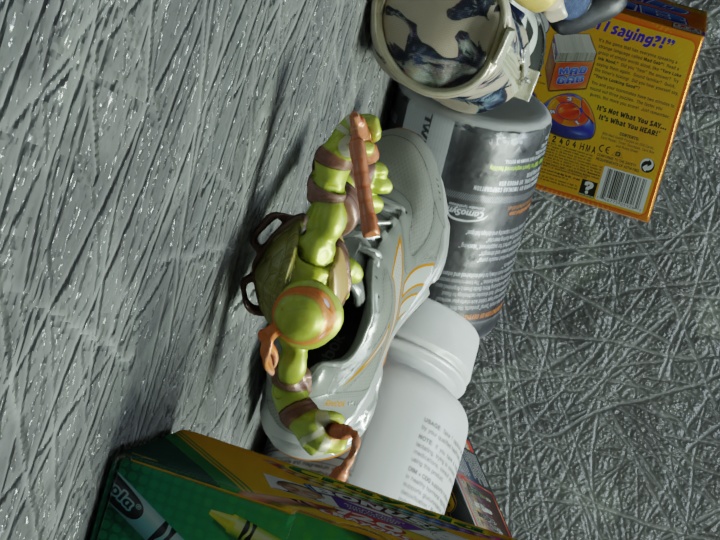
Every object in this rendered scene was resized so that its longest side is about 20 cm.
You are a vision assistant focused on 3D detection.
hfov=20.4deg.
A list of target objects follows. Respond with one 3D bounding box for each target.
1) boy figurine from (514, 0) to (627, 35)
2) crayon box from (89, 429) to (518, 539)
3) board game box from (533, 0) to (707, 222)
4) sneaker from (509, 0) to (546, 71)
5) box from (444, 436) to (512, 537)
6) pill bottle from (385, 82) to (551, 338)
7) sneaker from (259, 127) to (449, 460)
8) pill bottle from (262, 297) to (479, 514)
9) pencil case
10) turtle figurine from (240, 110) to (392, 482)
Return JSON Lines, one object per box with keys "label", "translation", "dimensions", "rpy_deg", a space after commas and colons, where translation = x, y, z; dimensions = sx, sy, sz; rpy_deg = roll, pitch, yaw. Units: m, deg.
{"label": "boy figurine", "translation": [0.102, -0.220, 1.242], "dimensions": [0.200, 0.064, 0.125], "rpy_deg": [34, 42, -59]}
{"label": "crayon box", "translation": [-0.001, 0.125, 0.803], "dimensions": [0.119, 0.199, 0.059], "rpy_deg": [2, 106, -84]}
{"label": "board game box", "translation": [0.241, -0.192, 2.107], "dimensions": [0.200, 0.199, 0.201], "rpy_deg": [-53, 159, -72]}
{"label": "sneaker", "translation": [0.084, -0.175, 1.382], "dimensions": [0.201, 0.074, 0.089], "rpy_deg": [81, 26, -49]}
{"label": "box", "translation": [0.035, 0.198, 1.196], "dimensions": [0.137, 0.040, 0.200], "rpy_deg": [-50, -151, 16]}
{"label": "pill bottle", "translation": [0.053, -0.023, 1.323], "dimensions": [0.106, 0.105, 0.201], "rpy_deg": [-59, 164, -66]}
{"label": "sneaker", "translation": [0.000, 0.000, 1.088], "dimensions": [0.092, 0.075, 0.201], "rpy_deg": [84, 22, -63]}
{"label": "pill bottle", "translation": [-0.002, 0.117, 1.169], "dimensions": [0.114, 0.113, 0.201], "rpy_deg": [91, 17, -68]}
{"label": "pencil case", "translation": [0.057, -0.134, 1.151], "dimensions": [0.200, 0.089, 0.078], "rpy_deg": [-13, 117, -82]}
{"label": "turtle figurine", "translation": [-0.024, 0.010, 0.932], "dimensions": [0.161, 0.064, 0.202], "rpy_deg": [-78, 174, -72]}
